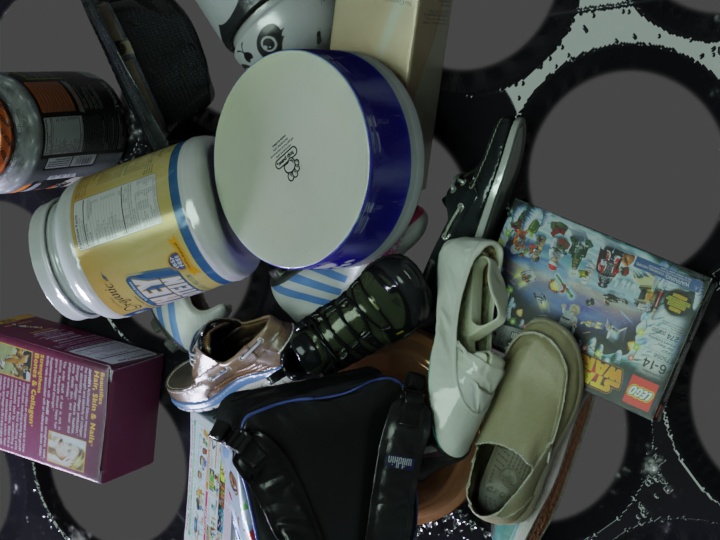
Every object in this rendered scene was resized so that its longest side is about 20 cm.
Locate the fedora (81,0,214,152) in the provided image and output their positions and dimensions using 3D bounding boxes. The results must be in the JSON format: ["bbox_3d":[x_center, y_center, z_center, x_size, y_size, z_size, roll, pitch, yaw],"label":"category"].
[{"bbox_3d":[-0.207,-0.214,1.517,0.091,0.201,0.202,-25,84,-7],"label":"fedora"}]

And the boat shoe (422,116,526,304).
[{"bbox_3d":[0.103,-0.055,1.400,0.060,0.076,0.202,22,106,17],"label":"boat shoe"}]

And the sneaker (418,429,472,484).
[{"bbox_3d":[0.037,0.217,1.445,0.199,0.075,0.117,-15,95,38],"label":"sneaker"}]

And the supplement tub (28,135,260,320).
[{"bbox_3d":[-0.210,-0.037,1.468,0.198,0.144,0.146,-18,89,19],"label":"supplement tub"}]

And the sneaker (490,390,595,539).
[{"bbox_3d":[0.153,0.187,1.413,0.079,0.071,0.202,24,99,23],"label":"sneaker"}]

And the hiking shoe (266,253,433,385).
[{"bbox_3d":[-0.010,0.057,1.361,0.076,0.100,0.200,50,140,3],"label":"hiking shoe"}]

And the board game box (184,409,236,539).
[{"bbox_3d":[-0.111,0.233,1.500,0.199,0.064,0.149,22,110,58],"label":"board game box"}]

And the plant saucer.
[{"bbox_3d":[0.035,0.156,1.488,0.198,0.032,0.203,4,99,27],"label":"plant saucer"}]

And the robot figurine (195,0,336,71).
[{"bbox_3d":[-0.102,-0.280,1.447,0.124,0.150,0.201,-36,80,13],"label":"robot figurine"}]

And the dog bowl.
[{"bbox_3d":[-0.041,-0.101,1.369,0.199,0.078,0.203,4,96,41],"label":"dog bowl"}]

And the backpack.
[{"bbox_3d":[-0.039,0.191,1.329,0.198,0.154,0.193,-10,97,-16],"label":"backpack"}]

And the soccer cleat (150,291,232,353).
[{"bbox_3d":[-0.213,-0.006,1.581,0.086,0.070,0.200,-43,82,15],"label":"soccer cleat"}]

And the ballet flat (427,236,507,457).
[{"bbox_3d":[0.098,0.062,1.318,0.069,0.069,0.202,-7,68,28],"label":"ballet flat"}]

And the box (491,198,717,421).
[{"bbox_3d":[0.206,0.035,1.360,0.198,0.040,0.138,23,92,23],"label":"box"}]

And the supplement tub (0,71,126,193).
[{"bbox_3d":[-0.344,-0.145,1.549,0.121,0.199,0.124,4,98,27],"label":"supplement tub"}]

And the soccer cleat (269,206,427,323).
[{"bbox_3d":[0.000,0.000,1.459,0.199,0.070,0.087,-24,104,37],"label":"soccer cleat"}]

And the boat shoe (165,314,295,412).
[{"bbox_3d":[-0.134,0.084,1.513,0.199,0.073,0.072,-22,123,36],"label":"boat shoe"}]

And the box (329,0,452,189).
[{"bbox_3d":[0.022,-0.180,1.423,0.094,0.078,0.202,12,102,26],"label":"box"}]

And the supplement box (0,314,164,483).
[{"bbox_3d":[-0.327,0.136,1.633,0.198,0.103,0.132,14,103,26],"label":"supplement box"}]

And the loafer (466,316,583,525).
[{"bbox_3d":[0.144,0.141,1.329,0.075,0.068,0.202,18,106,25],"label":"loafer"}]
